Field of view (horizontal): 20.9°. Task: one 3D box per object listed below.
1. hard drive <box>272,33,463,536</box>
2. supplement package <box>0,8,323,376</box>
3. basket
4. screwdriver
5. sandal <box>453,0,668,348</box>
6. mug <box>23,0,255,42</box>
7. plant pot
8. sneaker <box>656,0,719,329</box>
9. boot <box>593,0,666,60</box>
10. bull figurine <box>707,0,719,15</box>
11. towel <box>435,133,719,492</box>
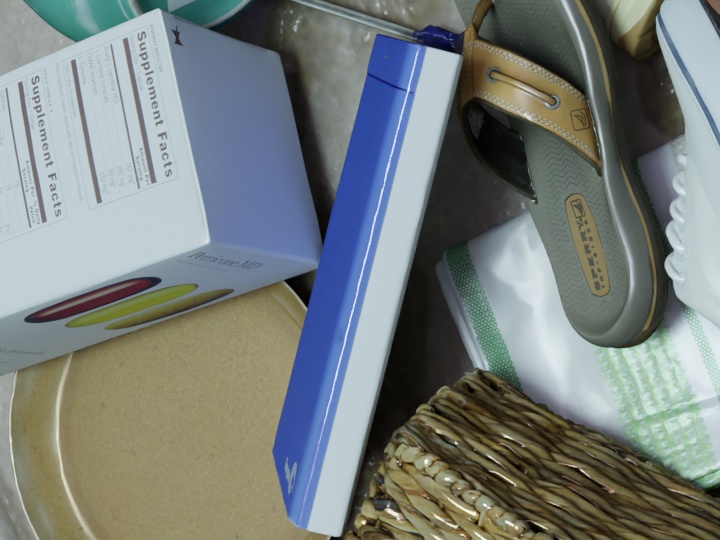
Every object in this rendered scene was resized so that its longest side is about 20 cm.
[{"bbox_3d":[0.000,0.000,0.846,0.025,0.132,0.202,13,97,-8],"label":"hard drive"},{"bbox_3d":[-0.135,-0.030,0.919,0.199,0.114,0.110,-19,77,25],"label":"supplement package"},{"bbox_3d":[0.082,0.159,0.801,0.199,0.143,0.150,28,109,11],"label":"basket"},{"bbox_3d":[0.016,-0.115,0.923,0.199,0.029,0.028,22,100,30],"label":"screwdriver"},{"bbox_3d":[0.071,-0.059,0.831,0.082,0.054,0.201,-18,88,62],"label":"sandal"},{"bbox_3d":[-0.089,-0.188,0.892,0.185,0.152,0.114,-52,57,15],"label":"mug"},{"bbox_3d":[-0.088,0.082,0.973,0.199,0.027,0.202,0,90,27],"label":"plant pot"},{"bbox_3d":[0.155,-0.018,0.797,0.070,0.073,0.201,-26,76,24],"label":"sneaker"},{"bbox_3d":[0.112,-0.214,0.844,0.155,0.073,0.201,35,110,23],"label":"boot"},{"bbox_3d":[0.196,-0.105,0.770,0.065,0.200,0.122,-11,45,52],"label":"bull figurine"},{"bbox_3d":[0.140,0.021,0.854,0.199,0.031,0.150,-27,80,25],"label":"towel"}]
